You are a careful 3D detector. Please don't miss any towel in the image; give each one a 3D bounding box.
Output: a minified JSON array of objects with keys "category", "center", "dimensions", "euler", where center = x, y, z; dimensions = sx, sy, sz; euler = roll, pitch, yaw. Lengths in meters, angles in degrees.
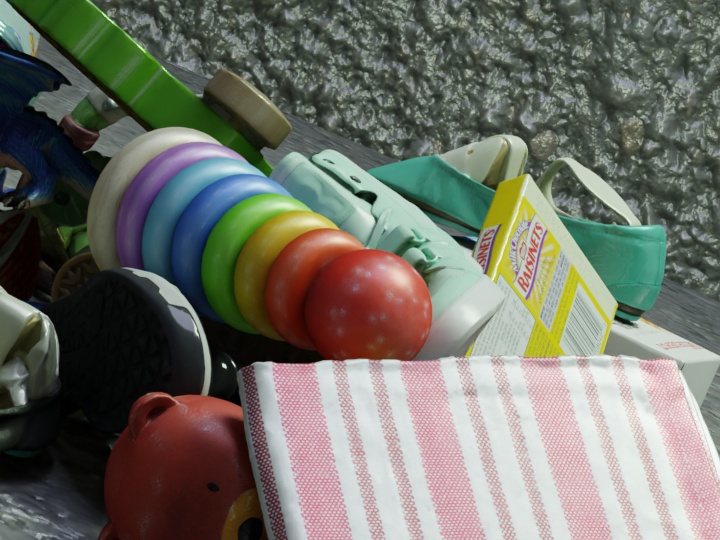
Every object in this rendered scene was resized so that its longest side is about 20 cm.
[{"category":"towel","center":[0.056,0.101,0.913],"dimensions":[0.200,0.030,0.147],"euler":[1,54,-21]}]

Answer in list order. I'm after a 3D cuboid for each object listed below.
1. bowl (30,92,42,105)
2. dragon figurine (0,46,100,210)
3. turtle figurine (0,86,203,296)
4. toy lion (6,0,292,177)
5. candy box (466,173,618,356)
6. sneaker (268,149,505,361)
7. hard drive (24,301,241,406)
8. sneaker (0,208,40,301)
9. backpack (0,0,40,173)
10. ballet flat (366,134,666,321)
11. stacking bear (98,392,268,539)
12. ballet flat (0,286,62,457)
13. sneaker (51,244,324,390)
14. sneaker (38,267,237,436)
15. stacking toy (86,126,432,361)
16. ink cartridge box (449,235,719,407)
[{"category":"bowl","center":[-0.301,-0.117,1.480],"dimensions":[0.200,0.105,0.201],"euler":[23,1,-1]},{"category":"dragon figurine","center":[-0.182,-0.084,1.208],"dimensions":[0.200,0.100,0.059],"euler":[12,2,-4]},{"category":"turtle figurine","center":[-0.125,-0.037,1.377],"dimensions":[0.200,0.144,0.194],"euler":[19,10,-9]},{"category":"toy lion","center":[-0.099,-0.081,1.250],"dimensions":[0.192,0.069,0.200],"euler":[39,-3,34]},{"category":"candy box","center":[0.080,0.052,1.223],"dimensions":[0.026,0.200,0.102],"euler":[-18,-57,35]},{"category":"sneaker","center":[0.000,0.000,1.108],"dimensions":[0.118,0.074,0.200],"euler":[36,6,-7]},{"category":"hard drive","center":[-0.074,0.074,1.209],"dimensions":[0.200,0.025,0.132],"euler":[30,9,38]},{"category":"sneaker","center":[-0.226,-0.001,1.182],"dimensions":[0.077,0.073,0.200],"euler":[3,-1,13]},{"category":"backpack","center":[-0.280,-0.111,1.315],"dimensions":[0.200,0.176,0.153],"euler":[22,25,-23]},{"category":"ballet flat","center":[0.096,-0.040,1.388],"dimensions":[0.200,0.071,0.067],"euler":[26,8,27]},{"category":"stacking bear","center":[-0.011,0.096,0.972],"dimensions":[0.200,0.122,0.114],"euler":[10,17,-33]},{"category":"ballet flat","center":[-0.159,0.046,0.982],"dimensions":[0.068,0.068,0.200],"euler":[30,8,6]},{"category":"sneaker","center":[-0.056,0.028,1.214],"dimensions":[0.200,0.067,0.090],"euler":[20,13,-3]},{"category":"sneaker","center":[-0.089,0.037,1.064],"dimensions":[0.083,0.072,0.200],"euler":[5,-1,-23]},{"category":"stacking toy","center":[-0.038,-0.004,1.054],"dimensions":[0.085,0.086,0.200],"euler":[17,3,-40]},{"category":"ink cartridge box","center":[0.112,0.076,1.387],"dimensions":[0.200,0.125,0.129],"euler":[26,8,17]}]
